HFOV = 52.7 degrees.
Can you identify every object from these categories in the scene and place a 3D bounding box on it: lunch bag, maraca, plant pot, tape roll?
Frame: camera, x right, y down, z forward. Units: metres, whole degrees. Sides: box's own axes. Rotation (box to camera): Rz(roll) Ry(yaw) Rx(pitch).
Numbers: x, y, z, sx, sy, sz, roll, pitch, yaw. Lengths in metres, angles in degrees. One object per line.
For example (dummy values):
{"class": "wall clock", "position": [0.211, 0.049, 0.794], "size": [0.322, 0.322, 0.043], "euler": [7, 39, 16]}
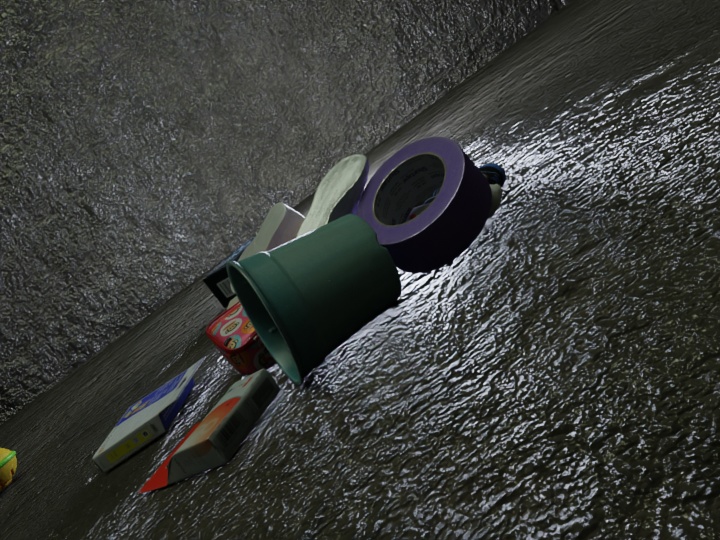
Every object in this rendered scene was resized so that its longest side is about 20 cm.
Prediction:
{"class": "lunch bag", "position": [-0.162, 0.082, 1.260], "size": [0.200, 0.082, 0.176], "euler": [-39, 28, -18]}
{"class": "maraca", "position": [-0.918, 0.505, 1.751], "size": [0.200, 0.107, 0.137], "euler": [-38, 5, -11]}
{"class": "plant pot", "position": [-0.059, 0.027, 1.051], "size": [0.196, 0.201, 0.200], "euler": [-31, 11, -16]}
{"class": "tape roll", "position": [0.097, -0.102, 1.127], "size": [0.199, 0.085, 0.201], "euler": [-26, 44, 28]}

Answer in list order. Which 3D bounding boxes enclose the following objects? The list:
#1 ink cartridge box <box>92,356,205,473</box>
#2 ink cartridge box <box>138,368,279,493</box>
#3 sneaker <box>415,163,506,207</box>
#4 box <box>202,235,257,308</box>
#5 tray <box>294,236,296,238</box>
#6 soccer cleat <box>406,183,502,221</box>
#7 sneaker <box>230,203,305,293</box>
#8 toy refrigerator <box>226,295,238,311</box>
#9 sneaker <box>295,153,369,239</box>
{"class": "ink cartridge box", "position": [-0.377, 0.262, 1.350], "size": [0.199, 0.047, 0.198], "euler": [-32, 11, 11]}
{"class": "ink cartridge box", "position": [-0.227, 0.230, 1.047], "size": [0.199, 0.050, 0.162], "euler": [-24, 16, 32]}
{"class": "sneaker", "position": [0.158, -0.126, 1.276], "size": [0.199, 0.070, 0.078], "euler": [-27, 8, 31]}
{"class": "box", "position": [-0.311, -0.010, 2.023], "size": [0.148, 0.107, 0.200], "euler": [-25, 16, 43]}
{"class": "tray", "position": [-0.019, -0.069, 1.401], "size": [0.098, 0.037, 0.199], "euler": [10, 22, 44]}
{"class": "soccer cleat", "position": [0.146, -0.092, 1.206], "size": [0.199, 0.070, 0.078], "euler": [-16, 17, 39]}
{"class": "sneaker", "position": [-0.164, -0.025, 1.443], "size": [0.200, 0.115, 0.074], "euler": [-55, 46, 10]}
{"class": "toy refrigerator", "position": [-0.230, 0.099, 1.477], "size": [0.070, 0.076, 0.200], "euler": [-35, 13, 2]}
{"class": "sneaker", "position": [-0.026, -0.085, 1.202], "size": [0.073, 0.116, 0.201], "euler": [11, 63, 38]}
